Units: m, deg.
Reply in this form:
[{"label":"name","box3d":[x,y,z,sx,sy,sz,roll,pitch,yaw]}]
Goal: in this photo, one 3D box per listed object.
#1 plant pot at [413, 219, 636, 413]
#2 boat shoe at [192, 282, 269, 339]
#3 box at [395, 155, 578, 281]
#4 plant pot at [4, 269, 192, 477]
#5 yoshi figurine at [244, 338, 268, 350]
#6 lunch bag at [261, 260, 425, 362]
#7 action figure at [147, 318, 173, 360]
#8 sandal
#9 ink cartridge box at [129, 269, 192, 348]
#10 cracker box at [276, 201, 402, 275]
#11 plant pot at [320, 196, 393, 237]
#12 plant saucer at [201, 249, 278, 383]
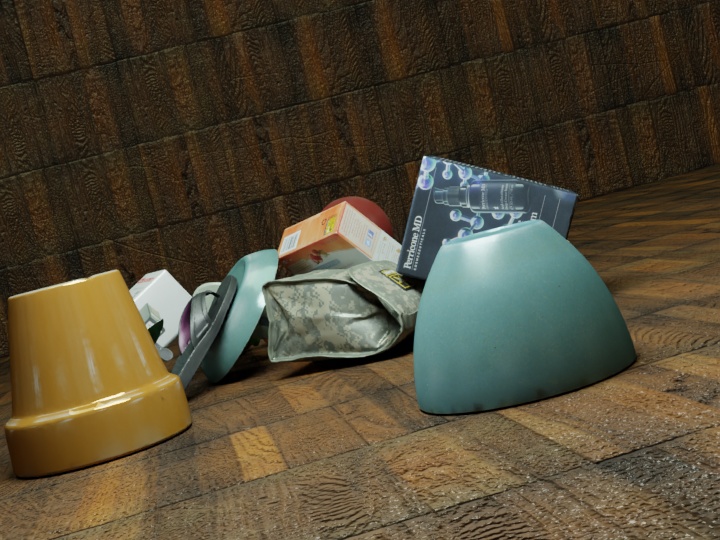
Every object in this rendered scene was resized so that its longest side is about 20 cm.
[{"label":"plant pot","box3d":[0.132,0.032,1.092,0.197,0.137,0.200,-14,4,1]},{"label":"boat shoe","box3d":[-0.153,0.067,1.829,0.198,0.071,0.072,17,2,-6]},{"label":"box","box3d":[0.158,-0.049,1.541,0.197,0.151,0.107,14,7,6]},{"label":"plant pot","box3d":[-0.301,0.104,1.341,0.197,0.186,0.200,-14,4,1]},{"label":"yoshi figurine","box3d":[-0.203,0.106,1.901,0.111,0.114,0.199,30,8,24]},{"label":"lunch bag","box3d":[-0.001,0.050,1.552,0.197,0.120,0.164,-4,3,25]},{"label":"action figure","box3d":[-0.287,0.142,1.570,0.119,0.054,0.200,-63,11,-25]},{"label":"sandal","box3d":[-0.215,0.077,1.601,0.075,0.048,0.202,-37,24,52]},{"label":"ink cartridge box","box3d":[-0.333,0.097,1.752,0.200,0.084,0.145,-46,13,-17]},{"label":"cracker box","box3d":[0.000,0.000,1.687,0.133,0.199,0.058,-22,42,44]},{"label":"plant pot","box3d":[-0.026,-0.060,2.935,0.197,0.203,0.178,-14,14,10]},{"label":"plant saucer","box3d":[-0.175,0.055,1.680,0.036,0.202,0.200,26,-10,-17]}]
